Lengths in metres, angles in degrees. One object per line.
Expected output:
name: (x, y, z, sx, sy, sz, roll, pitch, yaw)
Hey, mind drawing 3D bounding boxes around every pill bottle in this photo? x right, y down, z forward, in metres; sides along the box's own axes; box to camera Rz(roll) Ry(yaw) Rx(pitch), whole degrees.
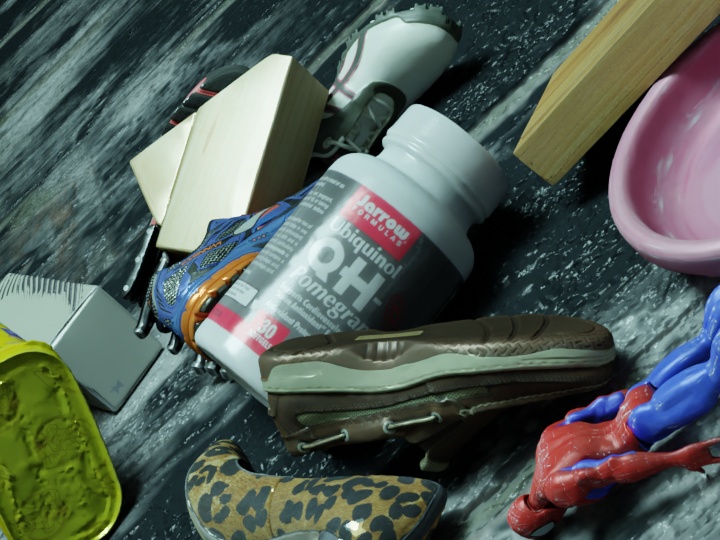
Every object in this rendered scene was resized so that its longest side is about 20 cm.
pill bottle: (0.000, 0.000, 0.971, 0.200, 0.111, 0.111, -51, 27, -8)

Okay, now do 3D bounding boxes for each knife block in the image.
knife block: (-0.085, -0.030, 1.136, 0.199, 0.064, 0.176, -35, 62, 11)

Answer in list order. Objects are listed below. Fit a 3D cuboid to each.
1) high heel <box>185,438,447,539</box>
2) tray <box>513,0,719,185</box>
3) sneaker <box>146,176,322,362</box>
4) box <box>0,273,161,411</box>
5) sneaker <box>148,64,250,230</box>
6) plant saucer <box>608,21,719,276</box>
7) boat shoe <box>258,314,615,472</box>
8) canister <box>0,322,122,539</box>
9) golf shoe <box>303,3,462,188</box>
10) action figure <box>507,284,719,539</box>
high heel: (-0.025, 0.126, 0.900, 0.142, 0.072, 0.200, -33, 27, 5)
tray: (0.169, -0.145, 0.920, 0.200, 0.037, 0.099, -48, 8, 39)
sneaker: (-0.066, -0.017, 1.065, 0.078, 0.076, 0.200, 20, 38, 33)
box: (-0.247, 0.056, 1.296, 0.069, 0.082, 0.199, -54, 29, -18)
sneaker: (-0.129, -0.074, 1.253, 0.087, 0.073, 0.202, -92, 22, -70)
plant saucer: (0.221, -0.072, 0.812, 0.200, 0.051, 0.201, -35, 29, 23)
boat shoe: (0.044, 0.069, 0.858, 0.201, 0.076, 0.075, -5, 9, 27)
canister: (-0.257, 0.113, 1.158, 0.086, 0.150, 0.200, -27, 18, -20)
golf shoe: (0.003, -0.119, 1.196, 0.200, 0.077, 0.089, -36, 43, 33)
action figure: (0.143, 0.064, 0.743, 0.200, 0.052, 0.066, -41, 21, 22)
